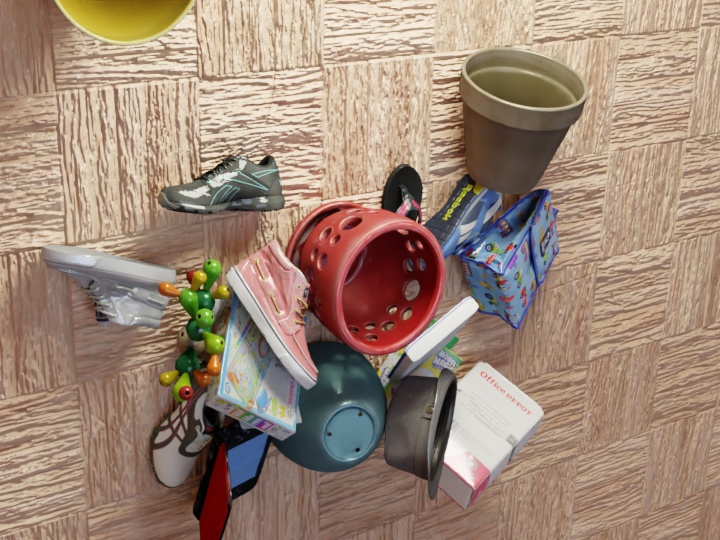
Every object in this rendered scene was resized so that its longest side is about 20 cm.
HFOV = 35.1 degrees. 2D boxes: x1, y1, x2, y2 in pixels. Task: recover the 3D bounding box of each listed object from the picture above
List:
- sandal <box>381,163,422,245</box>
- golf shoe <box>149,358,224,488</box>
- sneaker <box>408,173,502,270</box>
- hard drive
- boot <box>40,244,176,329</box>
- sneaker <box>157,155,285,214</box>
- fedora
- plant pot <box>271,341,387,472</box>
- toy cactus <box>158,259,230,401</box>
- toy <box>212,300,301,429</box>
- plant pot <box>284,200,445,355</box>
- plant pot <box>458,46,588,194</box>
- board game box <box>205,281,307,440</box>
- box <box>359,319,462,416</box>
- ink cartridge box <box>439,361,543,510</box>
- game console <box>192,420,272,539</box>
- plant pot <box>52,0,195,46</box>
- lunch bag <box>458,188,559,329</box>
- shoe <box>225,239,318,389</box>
[{"bbox_3d":[0.066,-0.065,1.779,0.074,0.045,0.204,-3,109,-33],"label":"sandal"},{"bbox_3d":[-0.247,0.232,1.654,0.076,0.088,0.203,12,102,-38],"label":"golf shoe"},{"bbox_3d":[0.158,-0.065,1.826,0.200,0.074,0.082,-48,129,-8],"label":"sneaker"},{"bbox_3d":[0.108,0.112,1.746,0.131,0.200,0.025,-39,81,-15],"label":"hard drive"},{"bbox_3d":[-0.340,0.028,1.516,0.198,0.073,0.097,13,93,-38],"label":"boot"},{"bbox_3d":[-0.193,-0.119,1.574,0.198,0.075,0.081,-7,101,-41],"label":"sneaker"},{"bbox_3d":[0.088,0.243,1.754,0.177,0.089,0.204,58,43,-70],"label":"fedora"},{"bbox_3d":[-0.039,0.224,1.737,0.196,0.135,0.204,-5,104,-20],"label":"plant pot"},{"bbox_3d":[-0.236,0.089,1.568,0.100,0.165,0.204,5,72,-14],"label":"toy cactus"},{"bbox_3d":[-0.161,0.134,1.647,0.114,0.203,0.047,1,153,-45],"label":"toy"},{"bbox_3d":[0.000,0.000,1.672,0.198,0.182,0.204,-13,115,-29],"label":"plant pot"},{"bbox_3d":[0.237,-0.222,1.762,0.197,0.200,0.176,-13,131,-30],"label":"plant pot"},{"bbox_3d":[-0.144,0.122,1.607,0.133,0.034,0.203,30,46,-29],"label":"board game box"},{"bbox_3d":[0.088,0.179,1.889,0.117,0.048,0.202,34,85,-38],"label":"box"},{"bbox_3d":[0.190,0.273,1.899,0.199,0.146,0.083,-39,156,-31],"label":"ink cartridge box"},{"bbox_3d":[-0.174,0.323,1.662,0.171,0.119,0.202,-22,145,-39],"label":"game console"},{"bbox_3d":[-0.300,-0.379,1.344,0.197,0.141,0.204,-13,115,-29],"label":"plant pot"},{"bbox_3d":[0.268,-0.033,1.906,0.201,0.093,0.152,-50,142,-22],"label":"lunch bag"},{"bbox_3d":[-0.098,0.060,1.582,0.090,0.071,0.202,-35,87,0],"label":"shoe"}]
